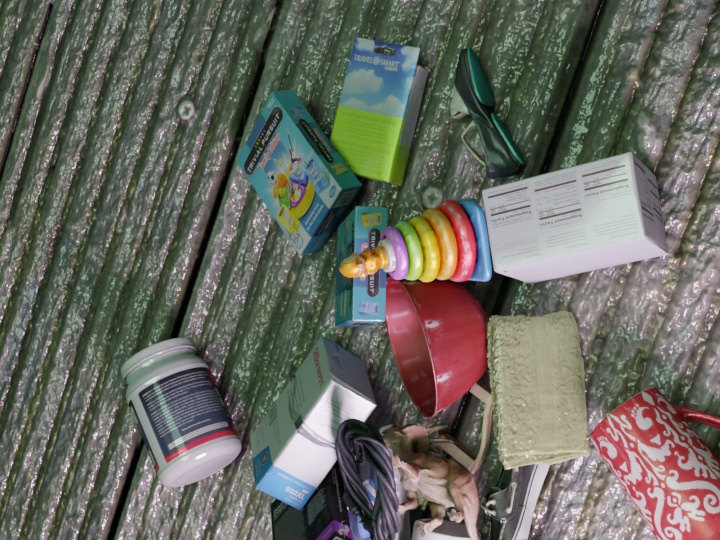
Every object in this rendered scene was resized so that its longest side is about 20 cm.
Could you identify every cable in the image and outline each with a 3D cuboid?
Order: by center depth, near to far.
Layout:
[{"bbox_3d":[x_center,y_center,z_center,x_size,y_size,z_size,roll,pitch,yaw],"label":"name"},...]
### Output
[{"bbox_3d":[0.009,0.289,1.396,0.050,0.201,0.164,-10,51,-15],"label":"cable"}]

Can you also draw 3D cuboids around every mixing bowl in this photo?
[{"bbox_3d":[0.114,0.090,1.453,0.107,0.200,0.202,-15,75,-12],"label":"mixing bowl"}]

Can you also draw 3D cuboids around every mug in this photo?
[{"bbox_3d":[0.404,0.252,1.324,0.201,0.176,0.134,54,145,25],"label":"mug"}]

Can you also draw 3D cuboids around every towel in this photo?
[{"bbox_3d":[0.235,0.157,1.403,0.036,0.147,0.203,161,106,-64],"label":"towel"}]

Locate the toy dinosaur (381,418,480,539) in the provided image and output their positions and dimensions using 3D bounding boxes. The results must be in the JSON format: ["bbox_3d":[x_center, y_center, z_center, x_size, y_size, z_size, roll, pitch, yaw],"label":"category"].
[{"bbox_3d":[0.105,0.276,1.420,0.199,0.135,0.086,37,127,10],"label":"toy dinosaur"}]

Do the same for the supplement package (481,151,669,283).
[{"bbox_3d":[0.283,-0.062,1.377,0.198,0.155,0.112,-12,78,26],"label":"supplement package"}]

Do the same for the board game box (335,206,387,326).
[{"bbox_3d":[0.000,0.000,1.499,0.046,0.200,0.153,2,85,-8],"label":"board game box"}]

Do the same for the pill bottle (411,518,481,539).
[{"bbox_3d":[0.105,0.453,1.447,0.112,0.113,0.203,9,90,28],"label":"pill bottle"}]

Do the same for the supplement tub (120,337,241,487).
[{"bbox_3d":[-0.284,0.223,1.657,0.140,0.140,0.202,-34,71,21],"label":"supplement tub"}]

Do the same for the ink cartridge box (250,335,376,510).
[{"bbox_3d":[-0.072,0.220,1.539,0.083,0.145,0.201,31,104,-18],"label":"ink cartridge box"}]

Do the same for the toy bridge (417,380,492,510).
[{"bbox_3d":[0.140,0.259,1.495,0.067,0.027,0.201,35,102,25],"label":"toy bridge"}]

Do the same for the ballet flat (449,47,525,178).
[{"bbox_3d":[0.167,-0.219,1.504,0.073,0.073,0.202,-28,75,22],"label":"ballet flat"}]

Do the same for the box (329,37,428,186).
[{"bbox_3d":[0.025,-0.239,1.589,0.121,0.048,0.203,15,93,28],"label":"box"}]

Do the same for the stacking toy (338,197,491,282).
[{"bbox_3d":[0.063,-0.025,1.371,0.116,0.198,0.111,-175,73,-70],"label":"stacking toy"}]

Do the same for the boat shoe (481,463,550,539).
[{"bbox_3d":[0.194,0.312,1.407,0.063,0.071,0.202,26,70,-10],"label":"boat shoe"}]

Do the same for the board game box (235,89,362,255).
[{"bbox_3d":[-0.099,-0.150,1.616,0.201,0.047,0.151,54,133,21],"label":"board game box"}]

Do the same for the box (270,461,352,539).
[{"bbox_3d":[-0.074,0.364,1.521,0.143,0.036,0.201,-51,25,20],"label":"box"}]

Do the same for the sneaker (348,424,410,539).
[{"bbox_3d":[-0.006,0.328,1.535,0.145,0.080,0.203,-5,88,23],"label":"sneaker"}]
